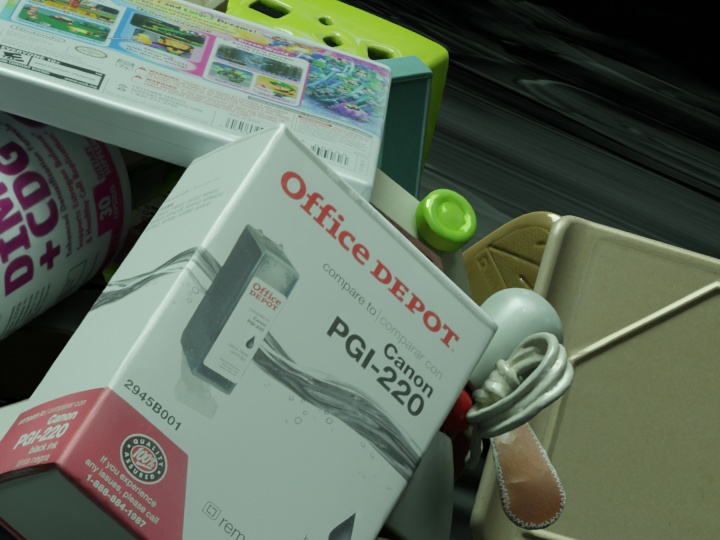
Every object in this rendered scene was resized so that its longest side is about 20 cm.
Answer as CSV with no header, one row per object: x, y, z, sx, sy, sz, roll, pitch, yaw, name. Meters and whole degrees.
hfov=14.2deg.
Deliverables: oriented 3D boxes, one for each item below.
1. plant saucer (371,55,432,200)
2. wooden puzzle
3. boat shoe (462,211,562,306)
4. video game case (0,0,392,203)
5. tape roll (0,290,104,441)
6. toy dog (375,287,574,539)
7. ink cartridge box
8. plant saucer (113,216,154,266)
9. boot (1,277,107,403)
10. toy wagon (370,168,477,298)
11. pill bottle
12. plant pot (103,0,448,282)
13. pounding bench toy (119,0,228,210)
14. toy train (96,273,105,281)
0.013,-0.023,1.676,0.019,0.200,0.070,11,12,25,plant saucer
0.172,0.084,1.540,0.200,0.185,0.037,17,-9,-6,wooden puzzle
0.049,0.036,1.615,0.069,0.200,0.074,25,43,-58,boat shoe
-0.085,-0.092,1.391,0.200,0.024,0.182,17,21,-3,video game case
-0.172,0.062,1.338,0.202,0.037,0.203,-9,19,3,tape roll
0.041,0.112,1.325,0.096,0.200,0.132,45,2,-21,toy dog
-0.050,0.059,1.249,0.146,0.200,0.085,43,-34,-18,ink cartridge box
-0.029,0.024,1.436,0.200,0.051,0.201,32,-1,1,plant saucer
-0.101,0.064,1.499,0.151,0.073,0.200,30,12,38,boot
0.000,0.000,1.524,0.200,0.155,0.040,40,50,-7,toy wagon
-0.205,-0.009,1.328,0.113,0.114,0.200,24,34,22,pill bottle
-0.085,-0.060,1.723,0.199,0.200,0.181,22,22,15,plant pot
-0.167,-0.105,1.530,0.156,0.200,0.124,60,-12,6,pounding bench toy
-0.166,-0.029,1.621,0.200,0.116,0.085,10,-13,-24,toy train
